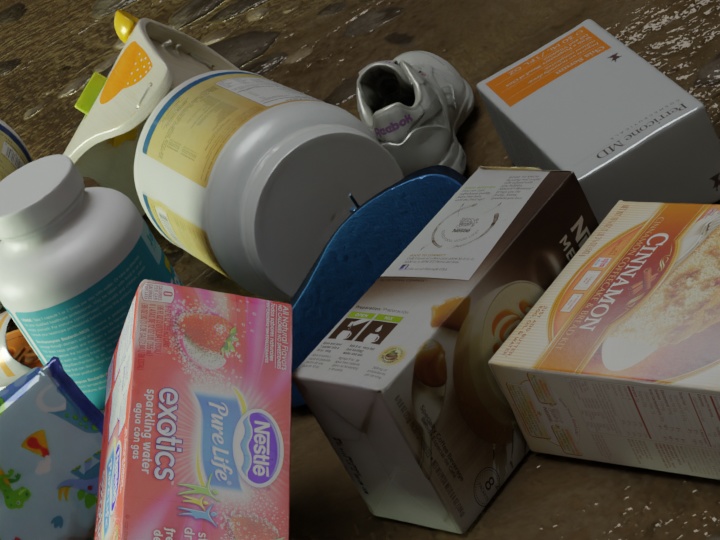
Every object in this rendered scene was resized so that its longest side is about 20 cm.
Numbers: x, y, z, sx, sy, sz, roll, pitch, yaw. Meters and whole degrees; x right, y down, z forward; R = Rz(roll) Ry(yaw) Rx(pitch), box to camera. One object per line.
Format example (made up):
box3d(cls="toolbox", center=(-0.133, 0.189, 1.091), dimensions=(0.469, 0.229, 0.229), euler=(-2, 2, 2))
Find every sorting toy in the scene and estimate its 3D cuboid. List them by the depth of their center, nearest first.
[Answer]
box3d(cls="sorting toy", center=(-0.185, -0.103, 1.580), dimensions=(0.107, 0.200, 0.180), euler=(45, 103, 22))

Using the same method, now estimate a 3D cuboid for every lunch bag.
box3d(cls="lunch bag", center=(-0.227, 0.158, 1.235), dimensions=(0.170, 0.128, 0.200), euler=(-37, 0, -16))

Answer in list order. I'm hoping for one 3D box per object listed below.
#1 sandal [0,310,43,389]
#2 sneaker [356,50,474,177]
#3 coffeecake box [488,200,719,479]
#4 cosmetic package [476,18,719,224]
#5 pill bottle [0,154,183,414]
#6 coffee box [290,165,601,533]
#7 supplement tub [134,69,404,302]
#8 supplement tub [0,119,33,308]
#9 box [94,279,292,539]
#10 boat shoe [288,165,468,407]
box3d(cls="sandal", center=(-0.237, 0.049, 1.484), dimensions=(0.206, 0.059, 0.079), euler=(-8, 34, 34))
box3d(cls="sneaker", center=(0.039, -0.134, 1.487), dimensions=(0.075, 0.100, 0.200), euler=(-25, 27, 12))
box3d(cls="coffeecake box", center=(0.198, 0.037, 1.091), dimensions=(0.199, 0.073, 0.154), euler=(4, 42, 45))
box3d(cls="cosmetic package", center=(0.164, -0.093, 1.336), dimensions=(0.101, 0.071, 0.200), euler=(-31, 29, -3))
box3d(cls="pill bottle", center=(-0.177, 0.022, 1.324), dimensions=(0.110, 0.201, 0.111), euler=(-22, 29, 13))
box3d(cls="coffee box", center=(0.066, 0.042, 1.160), dimensions=(0.079, 0.115, 0.200), euler=(4, 43, 46))
box3d(cls="supplement tub", center=(-0.065, -0.060, 1.414), dimensions=(0.144, 0.145, 0.200), euler=(-37, 30, -15))
box3d(cls="supplement tub", center=(-0.351, -0.036, 1.637), dimensions=(0.144, 0.145, 0.200), euler=(-23, 28, 11))
box3d(cls="box", center=(-0.095, 0.119, 1.096), dimensions=(0.094, 0.103, 0.201), euler=(9, 53, -13))
box3d(cls="boat shoe", center=(0.000, 0.000, 1.273), dimensions=(0.200, 0.084, 0.069), euler=(-42, 4, 24))
